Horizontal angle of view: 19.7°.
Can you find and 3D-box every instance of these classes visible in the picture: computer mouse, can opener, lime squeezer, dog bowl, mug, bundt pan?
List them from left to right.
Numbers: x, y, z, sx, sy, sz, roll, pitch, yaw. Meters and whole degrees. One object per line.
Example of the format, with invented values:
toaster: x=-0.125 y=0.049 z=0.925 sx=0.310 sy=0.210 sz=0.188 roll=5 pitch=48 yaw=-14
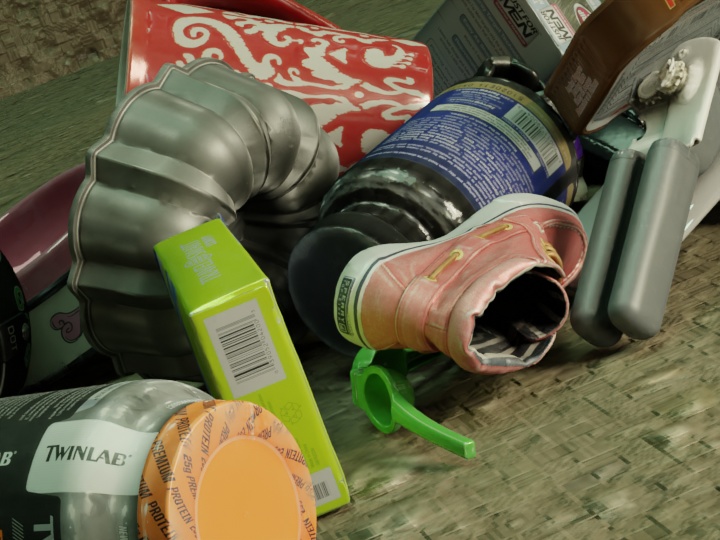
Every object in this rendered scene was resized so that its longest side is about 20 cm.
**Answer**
dog bowl: x=-0.212 y=0.000 z=1.442 sx=0.200 sy=0.074 sz=0.200 roll=-32 pitch=20 yaw=13
bundt pan: x=-0.078 y=-0.022 z=1.231 sx=0.076 sy=0.202 sz=0.202 roll=15 pitch=33 yaw=35
mug: x=-0.058 y=-0.127 z=1.373 sx=0.200 sy=0.178 sz=0.133 roll=5 pitch=-16 yaw=-8
lime squeezer: x=0.028 y=0.064 z=1.092 sx=0.071 sy=0.038 sz=0.200 roll=13 pitch=16 yaw=1
computer mouse: x=0.181 y=-0.104 z=1.460 sx=0.138 sy=0.053 sz=0.200 roll=-29 pitch=17 yaw=-29
can opener: x=0.165 y=-0.044 z=1.122 sx=0.053 sy=0.066 sz=0.200 roll=-18 pitch=41 yaw=46

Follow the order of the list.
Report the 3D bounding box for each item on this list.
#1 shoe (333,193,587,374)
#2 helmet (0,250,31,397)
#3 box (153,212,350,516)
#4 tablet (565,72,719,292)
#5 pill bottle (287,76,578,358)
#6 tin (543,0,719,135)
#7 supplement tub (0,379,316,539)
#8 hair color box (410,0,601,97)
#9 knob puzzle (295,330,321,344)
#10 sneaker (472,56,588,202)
shoe: x=0.083 y=0.010 z=1.111 sx=0.091 sy=0.072 sz=0.200 roll=16 pitch=21 yaw=38
helmet: x=-0.307 y=0.044 z=1.291 sx=0.200 sy=0.200 sz=0.191 roll=-22 pitch=14 yaw=-11
box: x=-0.060 y=0.046 z=1.073 sx=0.048 sy=0.122 sz=0.200 roll=-22 pitch=14 yaw=-6
tablet: x=0.187 y=-0.063 z=1.211 sx=0.200 sy=0.014 sz=0.130 roll=-47 pitch=19 yaw=-7
pill bottle: x=0.043 y=-0.030 z=1.235 sx=0.112 sy=0.112 sz=0.200 roll=-9 pitch=21 yaw=36
tin: x=0.169 y=-0.135 z=1.210 sx=0.112 sy=0.042 sz=0.200 roll=-27 pitch=-10 yaw=-11
supplement tub: x=-0.125 y=0.113 z=0.910 sx=0.200 sy=0.123 sz=0.123 roll=-10 pitch=17 yaw=37
hair color box: x=0.097 y=-0.156 z=1.519 sx=0.061 sy=0.099 sz=0.200 roll=-29 pitch=-9 yaw=-32
knob puzzle: x=0.000 y=0.000 z=1.358 sx=0.219 sy=0.030 sz=0.220 roll=-18 pitch=14 yaw=5
sneaker: x=0.095 y=-0.101 z=1.446 sx=0.069 sy=0.100 sz=0.200 roll=-12 pitch=12 yaw=-25
